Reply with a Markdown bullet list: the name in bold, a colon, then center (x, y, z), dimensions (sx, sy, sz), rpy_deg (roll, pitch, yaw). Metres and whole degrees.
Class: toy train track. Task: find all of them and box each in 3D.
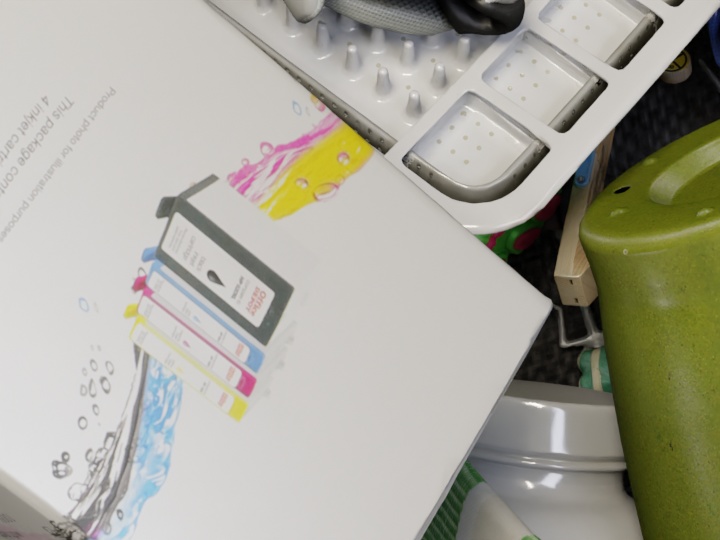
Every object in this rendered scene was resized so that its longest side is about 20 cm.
- **toy train track**: center (0.113, -0.076, 0.803), dimensions (0.115, 0.033, 0.200), rpy_deg (66, 34, -56)

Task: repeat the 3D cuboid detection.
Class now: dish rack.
- **dish rack**: center (0.023, -0.114, 0.746), dimensions (0.200, 0.044, 0.172), rpy_deg (38, 73, 14)

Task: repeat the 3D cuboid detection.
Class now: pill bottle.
- **pill bottle**: center (0.062, 0.147, 0.807), dimensions (0.112, 0.112, 0.200), rpy_deg (5, 93, -30)

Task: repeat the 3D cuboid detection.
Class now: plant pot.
- **plant pot**: center (0.175, 0.041, 0.728), dimensions (0.200, 0.200, 0.193), rpy_deg (-31, 105, -23)

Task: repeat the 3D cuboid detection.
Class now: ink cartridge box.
- **ink cartridge box**: center (-0.079, 0.012, 0.592), dimensions (0.200, 0.147, 0.145), rpy_deg (40, 68, -18)

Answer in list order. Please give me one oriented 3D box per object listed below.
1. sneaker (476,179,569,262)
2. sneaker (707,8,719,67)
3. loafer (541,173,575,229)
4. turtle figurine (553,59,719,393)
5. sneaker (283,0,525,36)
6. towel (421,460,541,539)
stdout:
- **sneaker**: center (0.000, 0.000, 0.788), dimensions (0.200, 0.084, 0.077), rpy_deg (-48, 155, -2)
- **sneaker**: center (0.184, -0.092, 0.816), dimensions (0.088, 0.075, 0.200), rpy_deg (-50, 115, -26)
- **loafer**: center (0.069, -0.115, 0.821), dimensions (0.072, 0.063, 0.200), rpy_deg (-29, 120, -69)
- **turtle figurine**: center (0.165, 0.018, 0.863), dimensions (0.150, 0.101, 0.200), rpy_deg (-38, 122, -9)
- **sneaker**: center (0.044, -0.144, 0.707), dimensions (0.200, 0.075, 0.116), rpy_deg (-29, 87, -16)
- **towel**: center (0.038, 0.136, 0.699), dimensions (0.023, 0.200, 0.153), rpy_deg (-10, 125, -27)
